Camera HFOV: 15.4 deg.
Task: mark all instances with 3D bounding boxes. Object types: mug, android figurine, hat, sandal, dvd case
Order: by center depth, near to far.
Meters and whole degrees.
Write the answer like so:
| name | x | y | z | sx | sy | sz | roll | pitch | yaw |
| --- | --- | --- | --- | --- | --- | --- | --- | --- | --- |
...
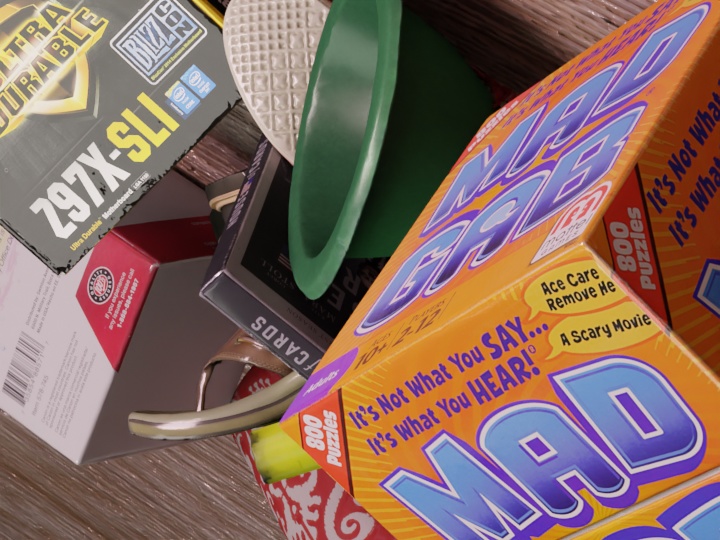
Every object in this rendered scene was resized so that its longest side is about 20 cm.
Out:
| name | x | y | z | sx | sy | sz | roll | pitch | yaw |
| --- | --- | --- | --- | --- | --- | --- | --- | --- | --- |
| hat | 0.072 | -0.048 | 1.260 | 0.176 | 0.166 | 0.200 | 11 | -151 | -13 |
| dvd case | 0.000 | 0.000 | 1.360 | 0.150 | 0.200 | 0.025 | 39 | 119 | -13 |
| android figurine | 0.043 | 0.075 | 1.456 | 0.182 | 0.200 | 0.041 | 20 | -127 | -83 |
| sandal | -0.035 | 0.048 | 1.468 | 0.080 | 0.201 | 0.057 | 6 | -118 | -78 |
| mug | 0.018 | 0.147 | 1.683 | 0.177 | 0.133 | 0.200 | 25 | -158 | -46 |

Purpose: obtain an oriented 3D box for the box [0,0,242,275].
| name | x | y | z | sx | sy | sz | roll | pitch | yaw |
| --- | --- | --- | --- | --- | --- | --- | --- | --- | --- |
| box | -0.157 | -0.113 | 1.436 | 0.160 | 0.049 | 0.200 | 42 | 124 | -10 |

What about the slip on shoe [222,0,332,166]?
| name | x | y | z | sx | sy | sz | roll | pitch | yaw |
| --- | --- | --- | --- | --- | --- | --- | --- | --- | --- |
| slip on shoe | 0.006 | -0.069 | 1.366 | 0.200 | 0.074 | 0.061 | 45 | -170 | -1 |

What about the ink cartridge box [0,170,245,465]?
| name | x | y | z | sx | sy | sz | roll | pitch | yaw |
| --- | --- | --- | --- | --- | --- | --- | --- | --- | --- |
| ink cartridge box | -0.179 | 0.004 | 1.674 | 0.200 | 0.146 | 0.145 | 33 | -158 | 27 |

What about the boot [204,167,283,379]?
| name | x | y | z | sx | sy | sz | roll | pitch | yaw |
| --- | --- | --- | --- | --- | --- | --- | --- | --- | --- |
| boot | -0.030 | 0.009 | 1.513 | 0.200 | 0.077 | 0.139 | 97 | 153 | -82 |

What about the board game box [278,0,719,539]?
| name | x | y | z | sx | sy | sz | roll | pitch | yaw |
| --- | --- | --- | --- | --- | --- | --- | --- | --- | --- |
| board game box | 0.134 | 0.030 | 1.041 | 0.200 | 0.200 | 0.200 | 44 | 141 | -11 |
